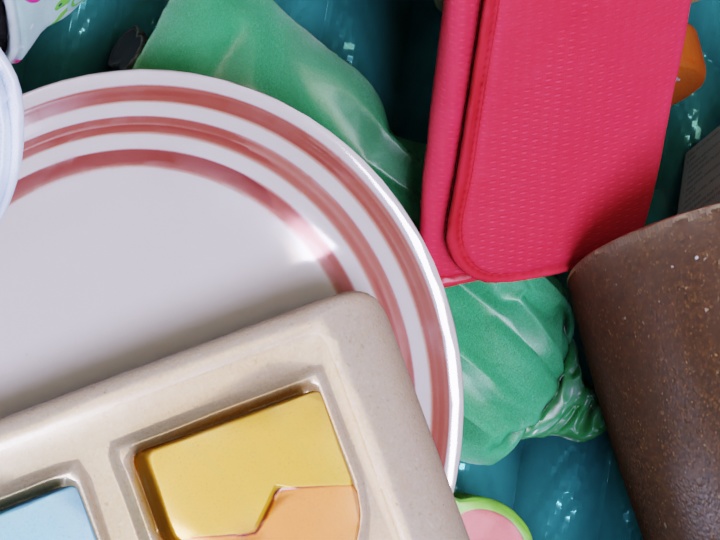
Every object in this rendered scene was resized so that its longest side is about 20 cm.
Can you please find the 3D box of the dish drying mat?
[{"bbox_3d":[0.060,-0.074,0.729,0.077,0.018,0.200,-12,135,-18],"label":"dish drying mat"}]

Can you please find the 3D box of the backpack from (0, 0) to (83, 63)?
[{"bbox_3d":[-0.109,-0.159,0.668,0.150,0.200,0.178,-31,144,-14],"label":"backpack"}]

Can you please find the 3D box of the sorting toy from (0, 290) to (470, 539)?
[{"bbox_3d":[-0.045,0.120,0.705,0.200,0.036,0.185,-20,90,-24],"label":"sorting toy"}]

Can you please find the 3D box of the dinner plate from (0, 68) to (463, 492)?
[{"bbox_3d":[-0.063,0.043,0.742,0.200,0.024,0.201,-2,95,-26],"label":"dinner plate"}]

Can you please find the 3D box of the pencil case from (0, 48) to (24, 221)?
[{"bbox_3d":[-0.159,-0.040,0.669,0.083,0.200,0.091,43,78,-27],"label":"pencil case"}]

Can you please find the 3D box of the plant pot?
[{"bbox_3d":[0.166,0.088,0.777,0.187,0.187,0.200,-1,76,-21],"label":"plant pot"}]

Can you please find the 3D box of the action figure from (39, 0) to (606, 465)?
[{"bbox_3d":[0.000,0.000,0.808,0.200,0.055,0.118,34,77,-19],"label":"action figure"}]

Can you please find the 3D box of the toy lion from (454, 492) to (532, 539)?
[{"bbox_3d":[0.017,0.170,0.818,0.191,0.069,0.200,23,83,-13],"label":"toy lion"}]

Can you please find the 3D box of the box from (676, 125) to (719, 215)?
[{"bbox_3d":[0.169,-0.060,0.799,0.039,0.200,0.042,26,52,-17],"label":"box"}]

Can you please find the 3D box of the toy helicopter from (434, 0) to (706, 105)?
[{"bbox_3d":[0.057,-0.111,0.757,0.200,0.132,0.079,5,67,-41],"label":"toy helicopter"}]
